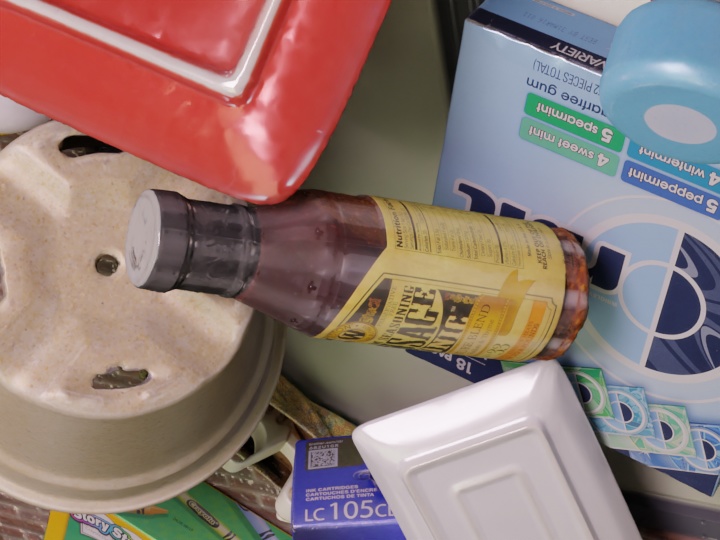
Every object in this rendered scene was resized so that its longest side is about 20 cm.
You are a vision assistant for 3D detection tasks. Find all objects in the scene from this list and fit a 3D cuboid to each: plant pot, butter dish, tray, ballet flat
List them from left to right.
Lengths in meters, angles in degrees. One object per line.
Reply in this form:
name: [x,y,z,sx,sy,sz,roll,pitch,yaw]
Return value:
plant pot: [-0.122,0.012,0.862,0.200,0.200,0.183,42,167,-1]
butter dish: [-0.058,-0.143,0.800,0.200,0.148,0.200,24,92,18]
ballet flat: [-0.043,0.100,1.018,0.200,0.071,0.071,41,135,0]
tray: [0.081,0.138,0.898,0.107,0.022,0.200,-20,121,12]

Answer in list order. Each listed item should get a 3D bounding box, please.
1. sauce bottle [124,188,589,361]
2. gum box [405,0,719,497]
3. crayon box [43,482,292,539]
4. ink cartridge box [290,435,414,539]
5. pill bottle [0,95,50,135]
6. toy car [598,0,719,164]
sauce bottle: [0.000,0.000,0.776,0.200,0.066,0.066,7,141,-24]
gum box: [0.116,-0.011,0.844,0.170,0.045,0.200,24,132,18]
crayon box: [-0.101,0.196,1.134,0.200,0.058,0.119,31,134,11]
ink cartridge box: [0.036,0.158,0.969,0.136,0.076,0.200,-4,122,3]
pill bottle: [-0.211,-0.122,0.929,0.200,0.114,0.114,-4,120,35]
toy car: [0.201,-0.088,0.676,0.177,0.185,0.200,8,155,29]
